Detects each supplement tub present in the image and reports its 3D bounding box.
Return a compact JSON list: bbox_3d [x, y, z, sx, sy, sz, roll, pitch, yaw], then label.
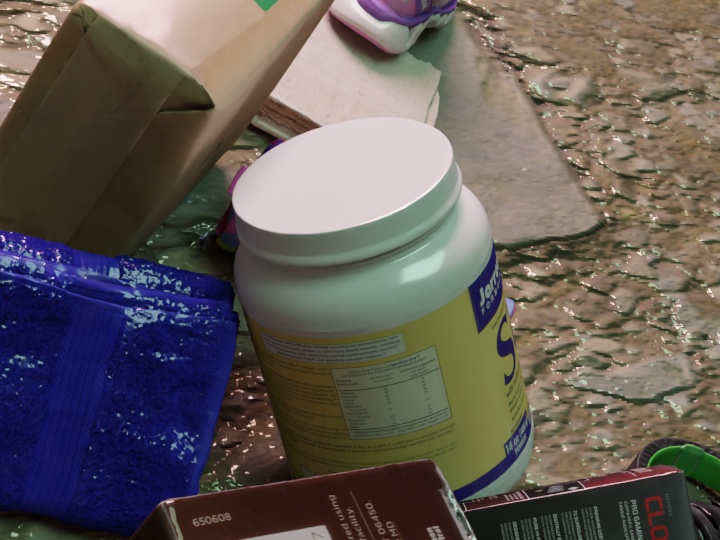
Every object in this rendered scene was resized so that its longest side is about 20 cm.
[{"bbox_3d":[0.011,0.032,1.113,0.145,0.201,0.146,-11,31,6],"label":"supplement tub"}]

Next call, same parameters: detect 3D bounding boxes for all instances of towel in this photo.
[{"bbox_3d":[-0.036,-0.137,1.377,0.200,0.034,0.133,30,40,-13],"label":"towel"},{"bbox_3d":[-0.166,0.057,1.045,0.199,0.050,0.148,14,86,-26],"label":"towel"}]

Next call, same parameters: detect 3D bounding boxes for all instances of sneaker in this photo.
[{"bbox_3d":[0.044,-0.225,1.451,0.080,0.089,0.200,33,25,0],"label":"sneaker"}]

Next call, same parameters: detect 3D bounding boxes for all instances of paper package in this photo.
[{"bbox_3d":[-0.118,-0.109,1.171,0.103,0.191,0.200,39,40,-2],"label":"paper package"}]

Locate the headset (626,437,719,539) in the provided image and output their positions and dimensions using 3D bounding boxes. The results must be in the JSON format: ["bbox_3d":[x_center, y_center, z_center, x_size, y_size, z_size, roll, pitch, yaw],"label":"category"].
[{"bbox_3d":[0.240,0.176,1.263,0.123,0.094,0.200,15,36,-25],"label":"headset"}]

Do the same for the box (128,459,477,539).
[{"bbox_3d":[-0.041,0.214,0.940,0.164,0.200,0.166,-5,58,-40],"label":"box"}]

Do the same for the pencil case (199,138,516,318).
[{"bbox_3d":[0.000,0.000,1.246,0.200,0.088,0.089,33,42,-8],"label":"pencil case"}]

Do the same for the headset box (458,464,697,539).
[{"bbox_3d":[0.103,0.188,1.050,0.199,0.075,0.149,-10,87,0],"label":"headset box"}]
